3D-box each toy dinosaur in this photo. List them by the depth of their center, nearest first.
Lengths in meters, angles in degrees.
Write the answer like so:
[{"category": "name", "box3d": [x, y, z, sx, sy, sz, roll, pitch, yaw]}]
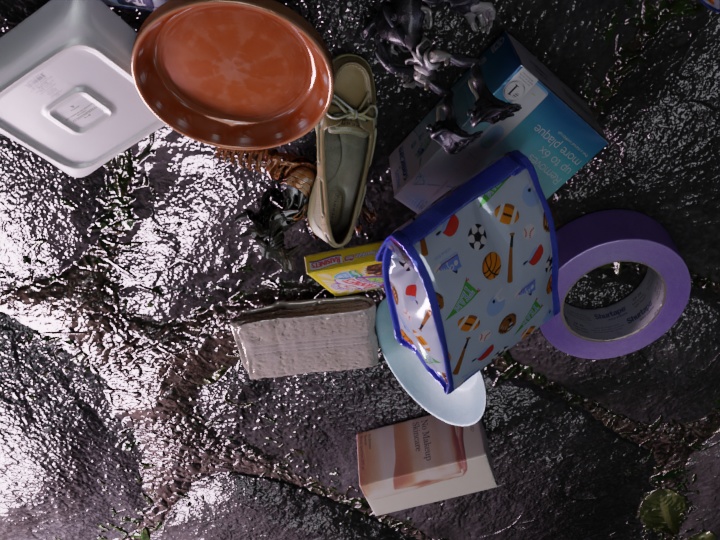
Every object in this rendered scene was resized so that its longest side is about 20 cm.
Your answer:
[{"category": "toy dinosaur", "box3d": [-0.078, -0.088, 0.915, 0.198, 0.102, 0.137, 34, 106, -6]}]

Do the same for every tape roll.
[{"category": "tape roll", "box3d": [0.323, 0.022, 1.023, 0.195, 0.066, 0.203, -1, 129, -2]}]

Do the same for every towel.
[{"category": "towel", "box3d": [-0.073, 0.094, 1.070, 0.195, 0.035, 0.134, -5, 138, 1]}]

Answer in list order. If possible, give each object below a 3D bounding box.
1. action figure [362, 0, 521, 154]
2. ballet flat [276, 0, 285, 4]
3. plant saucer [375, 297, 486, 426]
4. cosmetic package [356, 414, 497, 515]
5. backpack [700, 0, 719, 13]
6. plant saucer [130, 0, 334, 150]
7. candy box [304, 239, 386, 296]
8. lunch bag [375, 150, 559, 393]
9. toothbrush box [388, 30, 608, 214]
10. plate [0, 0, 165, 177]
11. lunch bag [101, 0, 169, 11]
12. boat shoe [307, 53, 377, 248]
[{"category": "action figure", "box3d": [0.075, -0.222, 0.783, 0.101, 0.203, 0.118, -15, 164, -48]}, {"category": "ballet flat", "box3d": [-0.094, -0.292, 0.753, 0.065, 0.057, 0.203, 4, 128, -7]}, {"category": "plant saucer", "box3d": [0.101, 0.112, 1.039, 0.038, 0.200, 0.204, -32, 136, -29]}, {"category": "cosmetic package", "box3d": [0.100, 0.291, 1.201, 0.196, 0.104, 0.088, -17, 129, 8]}, {"category": "backpack", "box3d": [0.313, -0.326, 0.676, 0.152, 0.203, 0.191, -21, 134, 19]}, {"category": "plant saucer", "box3d": [-0.123, -0.194, 0.769, 0.196, 0.033, 0.202, 0, 148, 0]}, {"category": "candy box", "box3d": [0.000, 0.000, 0.934, 0.100, 0.027, 0.200, -8, 170, 6]}, {"category": "lunch bag", "box3d": [0.111, -0.007, 0.807, 0.169, 0.124, 0.202, -35, 140, -17]}, {"category": "toothbrush box", "box3d": [0.148, -0.134, 0.876, 0.145, 0.086, 0.200, 32, 122, -26]}, {"category": "plate", "box3d": [-0.289, -0.173, 0.801, 0.197, 0.033, 0.200, -26, 151, 17]}, {"category": "lunch bag", "box3d": [-0.201, -0.317, 0.691, 0.166, 0.126, 0.201, 5, 144, -8]}, {"category": "boat shoe", "box3d": [-0.017, -0.129, 0.845, 0.072, 0.063, 0.205, 7, 102, -19]}]
